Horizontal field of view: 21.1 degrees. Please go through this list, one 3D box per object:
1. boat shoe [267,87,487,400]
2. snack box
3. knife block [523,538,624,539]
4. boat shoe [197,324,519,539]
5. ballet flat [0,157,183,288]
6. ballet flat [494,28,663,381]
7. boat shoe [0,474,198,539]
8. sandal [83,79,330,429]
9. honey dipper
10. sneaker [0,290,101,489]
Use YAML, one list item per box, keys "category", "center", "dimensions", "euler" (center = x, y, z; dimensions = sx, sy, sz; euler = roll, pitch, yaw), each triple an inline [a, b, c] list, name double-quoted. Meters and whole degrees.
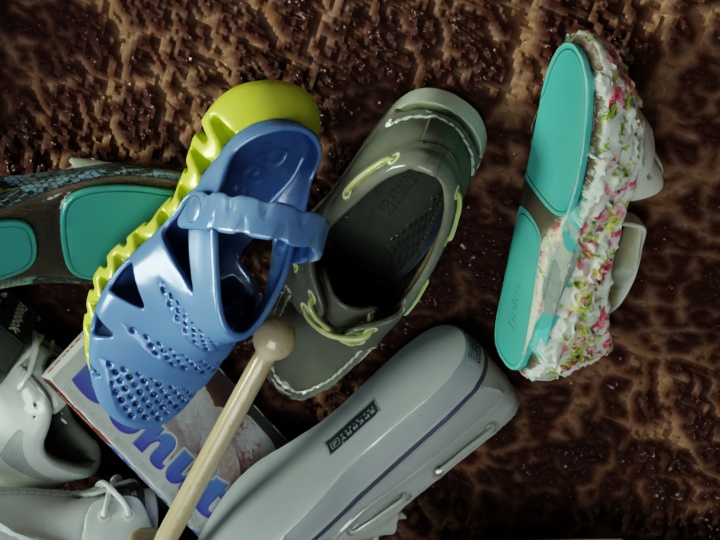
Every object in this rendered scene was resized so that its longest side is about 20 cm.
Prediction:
- category: "boat shoe"
  center: [-0.003, -0.001, 0.979]
  dimensions: [0.072, 0.060, 0.202]
  euler: [28, 127, -5]
- category: "snack box"
  center: [-0.083, 0.102, 1.071]
  dimensions: [0.200, 0.072, 0.024]
  euler: [48, 165, -19]
- category: "knife block"
  center: [0.114, 0.182, 1.043]
  dimensions: [0.199, 0.064, 0.175]
  euler: [32, 129, -30]
- category: "boat shoe"
  center: [-0.002, 0.113, 1.034]
  dimensions: [0.200, 0.072, 0.066]
  euler: [-43, 120, 6]
- category: "ballet flat"
  center: [-0.162, -0.030, 0.993]
  dimensions: [0.198, 0.074, 0.075]
  euler: [-6, 129, -19]
- category: "ballet flat"
  center: [0.110, -0.031, 0.933]
  dimensions: [0.063, 0.076, 0.201]
  euler: [-6, 133, -18]
- category: "boat shoe"
  center: [-0.133, 0.149, 1.091]
  dimensions: [0.198, 0.072, 0.069]
  euler: [21, 118, -24]
- category: "sandal"
  center: [-0.075, 0.006, 0.956]
  dimensions: [0.079, 0.087, 0.201]
  euler: [11, 124, -32]
- category: "honey dipper"
  center: [-0.085, 0.105, 1.017]
  dimensions: [0.038, 0.038, 0.201]
  euler: [26, 114, -3]
- category: "sneaker"
  center: [-0.199, 0.043, 1.063]
  dimensions: [0.088, 0.075, 0.201]
  euler: [-5, 132, 19]
